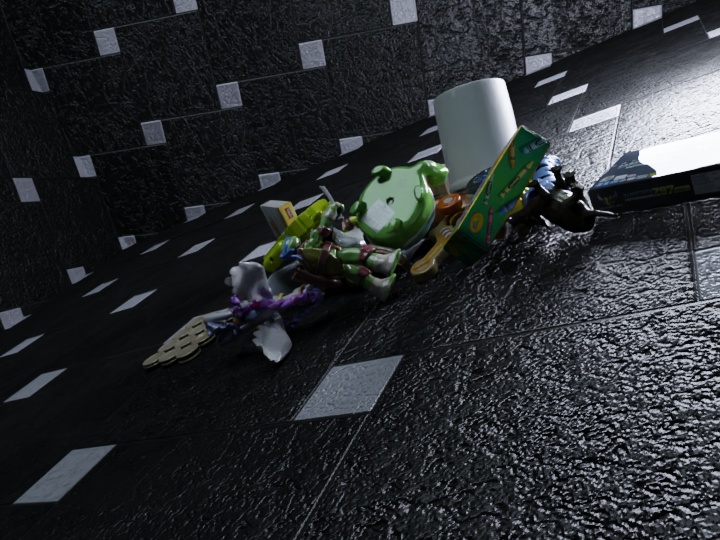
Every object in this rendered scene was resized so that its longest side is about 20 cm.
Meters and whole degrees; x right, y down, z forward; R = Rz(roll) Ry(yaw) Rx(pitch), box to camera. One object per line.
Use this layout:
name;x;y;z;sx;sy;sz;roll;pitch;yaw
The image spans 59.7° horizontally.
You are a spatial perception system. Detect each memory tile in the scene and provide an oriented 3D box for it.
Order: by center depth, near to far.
memory tile;-0.351;0.141;1.315;0.152;0.017;0.200;-16;18;29

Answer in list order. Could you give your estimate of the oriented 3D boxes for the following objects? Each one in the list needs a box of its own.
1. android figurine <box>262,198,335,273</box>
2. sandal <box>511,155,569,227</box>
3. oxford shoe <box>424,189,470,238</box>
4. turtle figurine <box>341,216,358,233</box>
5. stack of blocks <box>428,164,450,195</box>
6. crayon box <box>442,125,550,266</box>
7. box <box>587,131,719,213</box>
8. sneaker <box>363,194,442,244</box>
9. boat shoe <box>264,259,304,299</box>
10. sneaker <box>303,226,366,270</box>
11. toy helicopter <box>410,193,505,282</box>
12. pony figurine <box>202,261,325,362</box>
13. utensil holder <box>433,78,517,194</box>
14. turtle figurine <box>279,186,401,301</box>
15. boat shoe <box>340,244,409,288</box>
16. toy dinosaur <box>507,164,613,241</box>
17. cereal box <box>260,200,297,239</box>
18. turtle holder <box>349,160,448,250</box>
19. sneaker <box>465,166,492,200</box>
android figurine;-0.118;-0.070;1.233;0.200;0.041;0.182;-42;0;40
sandal;0.329;-0.143;1.106;0.086;0.080;0.201;-8;32;37
oxford shoe;0.178;-0.112;1.232;0.198;0.072;0.071;-24;20;-1
turtle figurine;0.036;-0.128;1.416;0.160;0.065;0.199;-26;-7;26
stack of blocks;0.198;-0.208;1.512;0.114;0.059;0.199;-31;17;-20
crayon box;0.212;-0.114;0.992;0.201;0.058;0.119;-57;-3;-11
box;0.471;-0.150;0.952;0.199;0.052;0.157;-6;24;48
sneaker;0.103;-0.094;1.329;0.198;0.073;0.083;-22;-8;7
boat shoe;-0.140;0.023;1.305;0.200;0.074;0.065;-41;-5;-46
sneaker;-0.043;-0.057;1.309;0.074;0.088;0.200;17;34;28
toy helicopter;0.162;-0.048;1.092;0.131;0.079;0.200;10;48;48
pony figurine;-0.169;0.068;1.066;0.198;0.169;0.192;-20;1;30
utensil holder;0.247;-0.276;1.317;0.167;0.203;0.170;-14;-1;0
turtle figurine;-0.023;-0.042;1.062;0.192;0.146;0.200;22;17;10
boat shoe;0.000;0.000;1.168;0.198;0.076;0.073;-2;60;34
toy dinosaur;0.315;-0.097;0.957;0.077;0.103;0.199;-39;30;-23
cereal box;-0.193;-0.109;1.627;0.039;0.145;0.200;-30;16;-17
turtle holder;0.076;-0.124;1.173;0.139;0.132;0.188;7;71;29
sneaker;0.282;-0.162;1.179;0.198;0.078;0.075;-23;21;-25
